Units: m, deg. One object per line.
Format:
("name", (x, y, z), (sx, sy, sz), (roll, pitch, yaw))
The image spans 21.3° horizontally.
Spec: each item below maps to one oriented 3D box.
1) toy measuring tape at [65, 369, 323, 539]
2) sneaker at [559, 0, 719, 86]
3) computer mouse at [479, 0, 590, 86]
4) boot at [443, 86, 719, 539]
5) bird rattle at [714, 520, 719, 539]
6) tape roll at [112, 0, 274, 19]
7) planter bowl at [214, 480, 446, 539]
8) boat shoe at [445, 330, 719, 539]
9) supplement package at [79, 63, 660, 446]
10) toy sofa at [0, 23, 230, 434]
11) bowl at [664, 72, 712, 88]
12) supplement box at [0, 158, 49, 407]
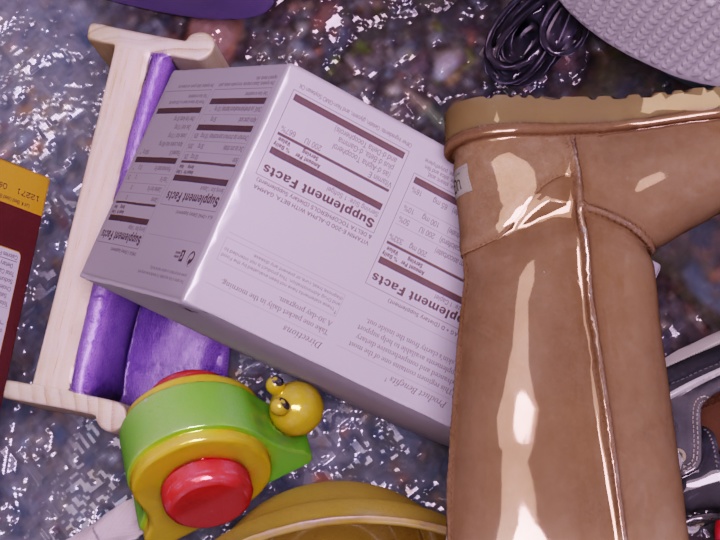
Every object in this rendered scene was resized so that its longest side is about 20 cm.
("toy measuring tape", (-0.108, 0.098, 0.890), (0.200, 0.074, 0.074), (-28, 79, 15))
("sneaker", (0.187, -0.139, 0.836), (0.200, 0.073, 0.114), (16, 64, 28))
("computer mouse", (0.034, -0.179, 0.879), (0.200, 0.053, 0.139), (25, 127, -20))
("boot", (0.116, 0.031, 0.777), (0.175, 0.066, 0.200), (-3, 77, -3))
("bird rattle", (0.269, 0.110, 0.901), (0.200, 0.113, 0.163), (-24, 96, 4))
("tape roll", (-0.126, -0.198, 0.930), (0.200, 0.200, 0.085), (15, 82, 7))
("planter bowl", (-0.011, 0.161, 0.901), (0.200, 0.200, 0.083), (-13, 37, 3))
("boat shoe", (0.125, 0.084, 0.814), (0.200, 0.068, 0.072), (-28, 112, -18))
("supplement package", (0.000, 0.000, 0.872), (0.200, 0.156, 0.111), (27, 83, -23))
("toy sofa", (-0.103, -0.016, 0.959), (0.098, 0.083, 0.200), (12, 82, 7))
("bowl", (0.205, -0.183, 0.916), (0.201, 0.105, 0.201), (0, 90, 4))
("supplement box", (-0.283, 0.029, 0.909), (0.197, 0.133, 0.200), (6, 81, 31))
